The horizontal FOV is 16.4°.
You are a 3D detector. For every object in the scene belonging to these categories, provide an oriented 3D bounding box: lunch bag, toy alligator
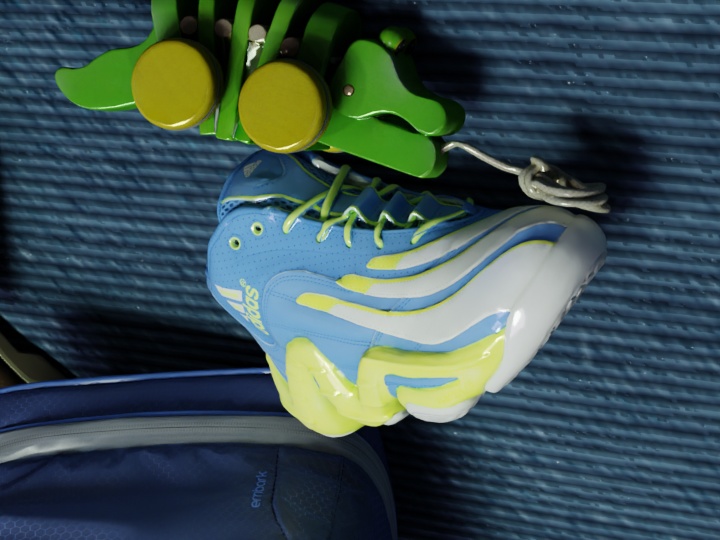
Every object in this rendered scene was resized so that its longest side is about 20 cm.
[{"bbox_3d":[-0.083,0.120,1.015,0.199,0.133,0.136,-3,132,9],"label":"lunch bag"},{"bbox_3d":[-0.007,-0.065,0.830,0.199,0.059,0.055,12,97,18],"label":"toy alligator"}]

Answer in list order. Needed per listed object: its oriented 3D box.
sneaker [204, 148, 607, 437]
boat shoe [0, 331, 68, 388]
[{"bbox_3d":[0.000,0.000,0.869,0.105,0.076,0.200,43,149,-10],"label":"sneaker"},{"bbox_3d":[-0.198,0.045,1.099,0.200,0.068,0.072,35,147,0],"label":"boat shoe"}]
